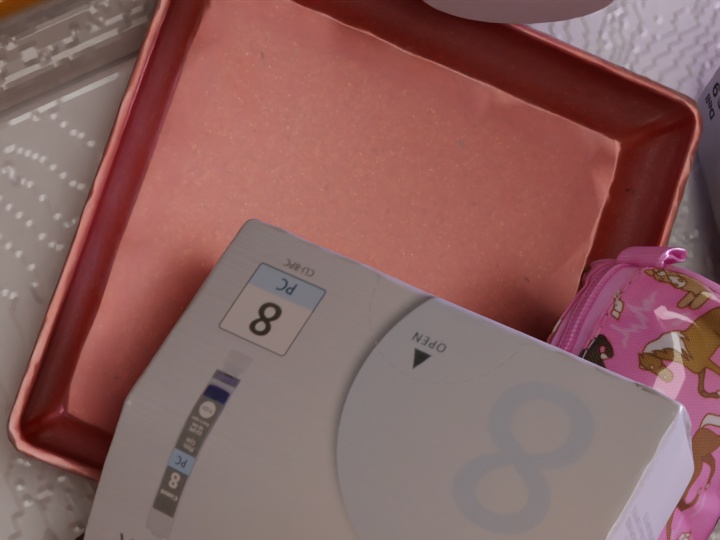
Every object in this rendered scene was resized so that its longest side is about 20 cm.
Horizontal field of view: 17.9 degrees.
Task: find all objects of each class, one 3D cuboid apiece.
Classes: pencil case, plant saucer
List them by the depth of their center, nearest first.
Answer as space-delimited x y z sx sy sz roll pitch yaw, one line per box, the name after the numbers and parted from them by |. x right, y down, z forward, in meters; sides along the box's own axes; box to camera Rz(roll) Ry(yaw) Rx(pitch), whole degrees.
0.063 0.089 0.740 0.083 0.087 0.200 30 74 20 | pencil case
0.000 0.000 0.788 0.199 0.037 0.201 21 79 -14 | plant saucer

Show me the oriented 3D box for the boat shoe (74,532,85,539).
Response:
-0.033 0.167 0.747 0.057 0.067 0.200 -36 93 -13 | boat shoe

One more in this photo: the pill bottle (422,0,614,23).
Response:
0.056 -0.190 0.775 0.110 0.111 0.201 6 78 -17 | pill bottle

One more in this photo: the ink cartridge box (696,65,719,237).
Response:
0.235 -0.020 0.813 0.199 0.084 0.147 0 57 -18 | ink cartridge box

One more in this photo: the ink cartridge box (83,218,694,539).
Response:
-0.017 0.097 0.677 0.159 0.047 0.200 23 67 26 | ink cartridge box
